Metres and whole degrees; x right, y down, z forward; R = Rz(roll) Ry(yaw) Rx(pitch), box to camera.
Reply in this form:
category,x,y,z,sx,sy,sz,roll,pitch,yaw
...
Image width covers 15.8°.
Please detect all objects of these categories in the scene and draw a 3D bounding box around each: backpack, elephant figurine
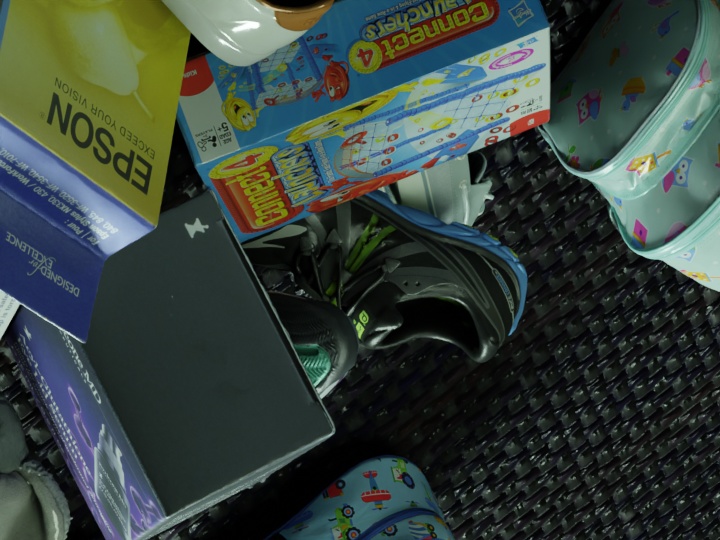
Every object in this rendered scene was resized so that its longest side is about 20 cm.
category,x,y,z,sx,sy,sz,roll,pitch,yaw
backpack,-0.007,0.234,1.778,0.200,0.135,0.183,-39,145,-9
elephant figurine,-0.235,0.128,1.468,0.200,0.141,0.155,-48,178,-17
backpack,0.213,-0.089,1.595,0.153,0.200,0.176,26,110,-35

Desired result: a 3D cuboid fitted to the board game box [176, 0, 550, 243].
category,x,y,z,sx,sy,sz,roll,pitch,yaw
board game box,0.003,-0.094,1.405,0.195,0.056,0.200,-22,168,0

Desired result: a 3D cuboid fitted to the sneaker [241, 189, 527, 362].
category,x,y,z,sx,sy,sz,roll,pitch,yaw
sneaker,0.000,0.000,1.524,0.199,0.083,0.071,18,147,-4

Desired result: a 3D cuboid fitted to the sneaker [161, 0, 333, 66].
category,x,y,z,sx,sy,sz,roll,pitch,yaw
sneaker,-0.090,-0.182,1.238,0.200,0.073,0.084,36,143,-29

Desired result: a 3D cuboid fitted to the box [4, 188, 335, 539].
category,x,y,z,sx,sy,sz,roll,pitch,yaw
box,-0.109,0.060,1.415,0.104,0.149,0.200,-26,175,-17

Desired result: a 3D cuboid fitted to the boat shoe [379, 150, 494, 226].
category,x,y,z,sx,sy,sz,roll,pitch,yaw
boat shoe,0.049,-0.050,1.590,0.071,0.070,0.201,-30,140,-12

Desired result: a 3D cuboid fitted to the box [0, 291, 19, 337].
category,x,y,z,sx,sy,sz,roll,pitch,yaw
box,-0.260,-0.031,1.288,0.199,0.105,0.184,9,119,-48

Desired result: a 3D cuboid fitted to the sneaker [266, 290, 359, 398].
category,x,y,z,sx,sy,sz,roll,pitch,yaw
sneaker,-0.052,0.045,1.545,0.087,0.075,0.200,-24,-177,-40

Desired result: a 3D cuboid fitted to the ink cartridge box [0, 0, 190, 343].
category,x,y,z,sx,sy,sz,roll,pitch,yaw
ink cartridge box,-0.164,-0.099,1.222,0.047,0.201,0.197,-16,144,33
